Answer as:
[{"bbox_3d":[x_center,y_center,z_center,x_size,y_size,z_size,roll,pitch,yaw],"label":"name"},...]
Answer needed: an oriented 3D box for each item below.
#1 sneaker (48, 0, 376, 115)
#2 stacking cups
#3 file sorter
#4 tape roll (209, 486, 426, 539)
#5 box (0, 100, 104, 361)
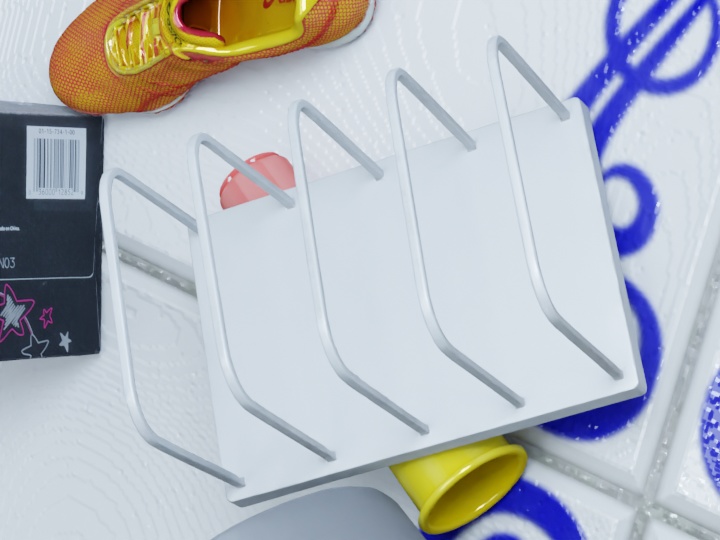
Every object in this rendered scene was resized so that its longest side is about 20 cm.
[{"bbox_3d":[-0.086,-0.124,1.221,0.199,0.077,0.073,-17,83,37],"label":"sneaker"},{"bbox_3d":[-0.004,0.031,1.177,0.200,0.060,0.061,51,119,25],"label":"stacking cups"},{"bbox_3d":[0.000,0.000,1.085,0.199,0.124,0.140,-17,67,19],"label":"file sorter"},{"bbox_3d":[-0.044,0.188,1.123,0.066,0.200,0.201,51,118,27],"label":"tape roll"},{"bbox_3d":[-0.235,-0.020,1.257,0.114,0.200,0.133,2,93,35],"label":"box"}]
